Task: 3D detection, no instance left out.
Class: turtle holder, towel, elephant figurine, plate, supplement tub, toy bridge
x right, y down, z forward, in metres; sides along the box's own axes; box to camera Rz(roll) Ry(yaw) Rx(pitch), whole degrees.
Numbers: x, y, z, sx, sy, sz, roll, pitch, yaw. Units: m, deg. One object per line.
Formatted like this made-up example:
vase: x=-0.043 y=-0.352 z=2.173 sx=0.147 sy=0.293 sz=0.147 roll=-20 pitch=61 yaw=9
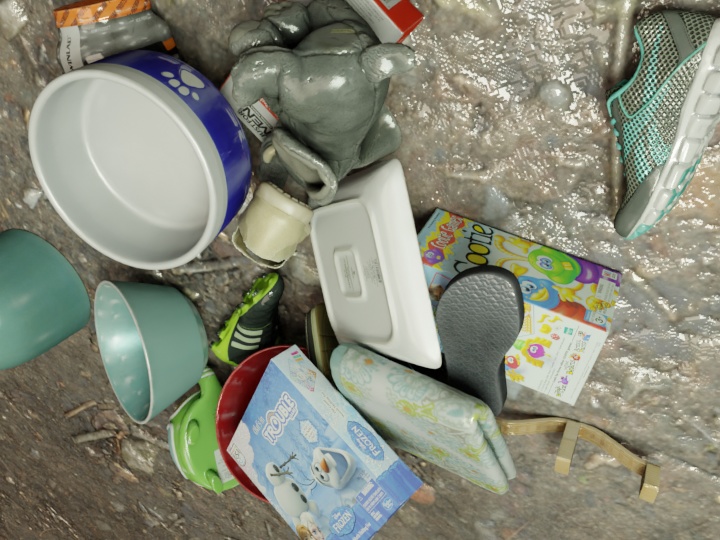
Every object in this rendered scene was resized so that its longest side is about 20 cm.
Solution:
turtle holder: x=-0.235 y=0.237 z=1.018 sx=0.132 sy=0.141 sz=0.186 roll=-7 pitch=126 yaw=50
towel: x=0.071 y=0.157 z=0.713 sx=0.171 sy=0.048 sz=0.200 roll=16 pitch=153 yaw=33
elephant figurine: x=-0.033 y=-0.125 z=0.603 sx=0.141 sy=0.155 sz=0.200 roll=-13 pitch=136 yaw=-4
plate: x=0.000 y=0.000 z=0.696 sx=0.200 sy=0.032 sz=0.200 roll=-4 pitch=98 yaw=62
supplement tub: x=-0.249 y=-0.192 z=0.739 sx=0.122 sy=0.123 sz=0.200 roll=3 pitch=123 yaw=27
toy bridge: x=0.238 y=0.202 z=0.778 sx=0.200 sy=0.067 sz=0.027 roll=13 pitch=127 yaw=23

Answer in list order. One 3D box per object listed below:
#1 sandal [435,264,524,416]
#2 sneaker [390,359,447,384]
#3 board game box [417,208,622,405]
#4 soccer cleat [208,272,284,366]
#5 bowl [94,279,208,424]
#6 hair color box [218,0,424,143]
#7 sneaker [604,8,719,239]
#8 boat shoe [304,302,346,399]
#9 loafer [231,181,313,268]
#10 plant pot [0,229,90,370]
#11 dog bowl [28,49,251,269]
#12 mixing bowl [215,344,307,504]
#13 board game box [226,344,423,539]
sandal: x=0.111 y=0.063 z=0.636 sx=0.076 sy=0.043 sz=0.200 roll=18 pitch=140 yaw=19
sneaker: x=0.072 y=0.125 z=0.816 sx=0.200 sy=0.070 sz=0.078 roll=38 pitch=139 yaw=3
board game box: x=0.144 y=0.033 z=0.690 sx=0.200 sy=0.103 sz=0.105 roll=21 pitch=130 yaw=14
soccer cleat: x=-0.134 y=0.071 z=0.903 sx=0.081 sy=0.068 sz=0.200 roll=31 pitch=137 yaw=-11
bowl: x=-0.285 y=0.100 z=0.945 sx=0.201 sy=0.105 sz=0.201 roll=24 pitch=122 yaw=47
hair color box: x=-0.045 y=-0.206 z=0.657 sx=0.102 sy=0.061 sz=0.200 roll=46 pitch=130 yaw=-9
sneaker: x=0.243 y=-0.122 z=0.564 sx=0.091 sy=0.078 sz=0.200 roll=31 pitch=129 yaw=27
boat shoe: x=-0.040 y=0.141 z=0.796 sx=0.066 sy=0.072 sz=0.201 roll=-21 pitch=78 yaw=29
loafer: x=-0.094 y=-0.041 z=0.683 sx=0.076 sy=0.068 sz=0.200 roll=34 pitch=173 yaw=-3
plant pot: x=-0.558 y=0.060 z=1.057 sx=0.200 sy=0.161 sz=0.201 roll=14 pitch=126 yaw=20
dog bowl: x=-0.210 y=-0.104 z=0.654 sx=0.200 sy=0.079 sz=0.201 roll=11 pitch=125 yaw=16
mixing bowl: x=-0.077 y=0.198 z=0.898 sx=0.200 sy=0.108 sz=0.201 roll=-2 pitch=85 yaw=19
board game box: x=-0.052 y=0.217 z=0.755 sx=0.199 sy=0.043 sz=0.200 roll=45 pitch=134 yaw=18
